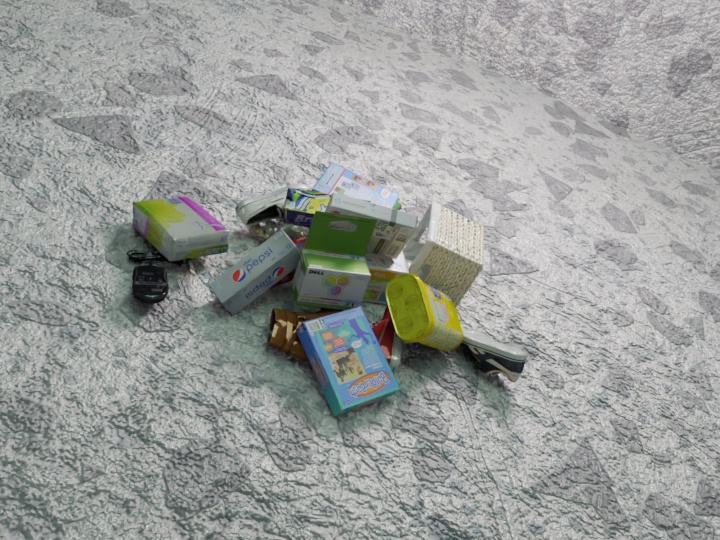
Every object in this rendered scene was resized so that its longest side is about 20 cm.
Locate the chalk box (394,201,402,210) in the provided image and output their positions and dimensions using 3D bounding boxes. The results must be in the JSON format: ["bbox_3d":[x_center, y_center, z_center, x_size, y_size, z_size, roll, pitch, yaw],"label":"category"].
[{"bbox_3d":[0.020,-0.136,1.971,0.200,0.124,0.125,33,37,13],"label":"chalk box"}]

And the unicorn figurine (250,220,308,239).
[{"bbox_3d":[-0.187,-0.113,1.884,0.200,0.074,0.137,-21,54,-25],"label":"unicorn figurine"}]

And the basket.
[{"bbox_3d":[0.201,-0.029,1.882,0.161,0.198,0.200,23,35,-8],"label":"basket"}]

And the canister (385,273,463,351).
[{"bbox_3d":[0.149,0.101,1.690,0.200,0.086,0.149,25,44,-56],"label":"canister"}]

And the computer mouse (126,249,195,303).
[{"bbox_3d":[-0.422,0.021,1.593,0.140,0.046,0.200,1,30,-23],"label":"computer mouse"}]

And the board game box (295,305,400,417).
[{"bbox_3d":[-0.026,0.185,1.545,0.152,0.045,0.200,-13,68,-34],"label":"board game box"}]

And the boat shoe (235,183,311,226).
[{"bbox_3d":[-0.204,-0.157,1.823,0.200,0.072,0.066,-16,57,-28],"label":"boat shoe"}]

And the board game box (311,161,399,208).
[{"bbox_3d":[-0.013,-0.189,1.889,0.200,0.037,0.151,25,39,2],"label":"board game box"}]

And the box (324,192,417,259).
[{"bbox_3d":[0.012,-0.098,1.703,0.200,0.156,0.041,13,61,-9],"label":"box"}]

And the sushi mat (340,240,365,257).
[{"bbox_3d":[-0.064,0.006,1.678,0.096,0.200,0.012,12,35,-15],"label":"sushi mat"}]

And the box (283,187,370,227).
[{"bbox_3d":[-0.081,-0.138,1.766,0.200,0.070,0.064,10,61,-1],"label":"box"}]

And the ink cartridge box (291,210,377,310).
[{"bbox_3d":[-0.052,-0.018,1.594,0.148,0.200,0.076,7,35,-19],"label":"ink cartridge box"}]

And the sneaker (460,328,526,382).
[{"bbox_3d":[0.294,0.200,1.752,0.078,0.080,0.200,-4,19,-42],"label":"sneaker"}]

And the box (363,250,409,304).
[{"bbox_3d":[0.000,0.000,1.799,0.200,0.113,0.101,8,38,-19],"label":"box"}]

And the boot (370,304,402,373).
[{"bbox_3d":[0.022,0.132,1.682,0.144,0.072,0.200,18,40,-6],"label":"boot"}]

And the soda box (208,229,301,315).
[{"bbox_3d":[-0.223,0.004,1.612,0.200,0.068,0.063,-38,60,-6],"label":"soda box"}]

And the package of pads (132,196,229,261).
[{"bbox_3d":[-0.415,-0.099,1.698,0.154,0.068,0.200,-13,37,-42],"label":"package of pads"}]

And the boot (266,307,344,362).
[{"bbox_3d":[-0.120,0.108,1.619,0.155,0.074,0.200,19,39,-14],"label":"boot"}]

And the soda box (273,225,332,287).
[{"bbox_3d":[-0.142,-0.028,1.696,0.200,0.070,0.063,-19,38,12],"label":"soda box"}]
